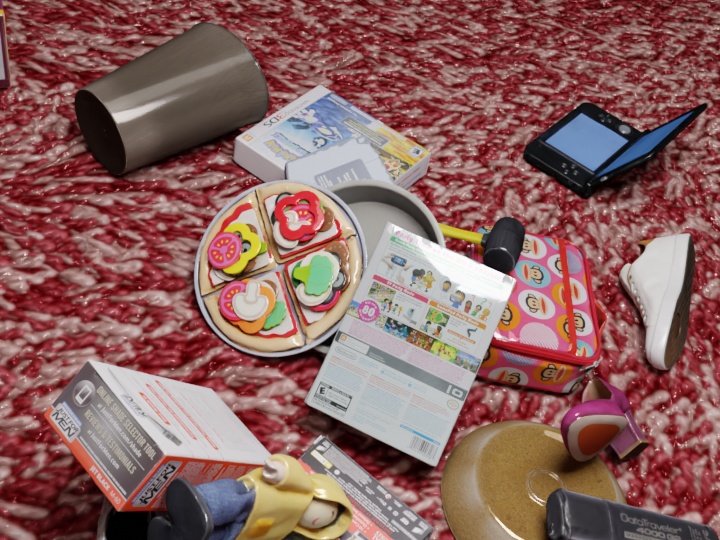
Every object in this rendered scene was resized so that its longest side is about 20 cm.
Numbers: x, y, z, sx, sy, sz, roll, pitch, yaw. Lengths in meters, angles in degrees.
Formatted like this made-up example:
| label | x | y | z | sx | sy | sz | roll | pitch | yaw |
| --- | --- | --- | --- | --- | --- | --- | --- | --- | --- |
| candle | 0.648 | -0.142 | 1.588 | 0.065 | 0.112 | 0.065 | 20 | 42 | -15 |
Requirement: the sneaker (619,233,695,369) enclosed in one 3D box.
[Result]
| label | x | y | z | sx | sy | sz | roll | pitch | yaw |
| --- | --- | --- | --- | --- | --- | --- | --- | --- | --- |
| sneaker | 0.356 | 0.039 | 1.147 | 0.084 | 0.073 | 0.201 | -2 | 44 | 29 |

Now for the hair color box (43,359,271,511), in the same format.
| label | x | y | z | sx | sy | sz | roll | pitch | yaw |
| --- | --- | --- | --- | --- | --- | --- | --- | --- | --- |
| hair color box | -0.164 | 0.148 | 0.809 | 0.111 | 0.200 | 0.064 | 42 | 93 | 25 |

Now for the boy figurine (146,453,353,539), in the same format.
| label | x | y | z | sx | sy | sz | roll | pitch | yaw |
| --- | --- | --- | --- | --- | --- | --- | --- | --- | --- |
| boy figurine | -0.085 | 0.210 | 0.794 | 0.064 | 0.125 | 0.199 | 41 | 18 | 35 |

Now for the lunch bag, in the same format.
| label | x | y | z | sx | sy | sz | roll | pitch | yaw |
| --- | --- | --- | --- | --- | --- | --- | --- | --- | --- |
| lunch bag | 0.203 | 0.045 | 1.084 | 0.174 | 0.082 | 0.202 | 13 | 44 | -8 |

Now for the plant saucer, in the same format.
| label | x | y | z | sx | sy | sz | roll | pitch | yaw |
| --- | --- | --- | --- | --- | --- | --- | --- | --- | --- |
| plant saucer | 0.179 | 0.223 | 0.928 | 0.197 | 0.036 | 0.202 | 7 | 45 | -7 |

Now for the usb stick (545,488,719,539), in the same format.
| label | x | y | z | sx | sy | sz | roll | pitch | yaw |
| --- | --- | --- | --- | --- | --- | --- | --- | --- | --- |
| usb stick | 0.261 | 0.250 | 0.886 | 0.198 | 0.033 | 0.056 | 18 | 49 | -21 |

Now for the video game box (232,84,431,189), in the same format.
| label | x | y | z | sx | sy | sz | roll | pitch | yaw |
| --- | --- | --- | --- | --- | --- | --- | --- | --- | --- |
| video game box | -0.037 | -0.151 | 1.238 | 0.199 | 0.047 | 0.182 | 33 | 50 | 18 |

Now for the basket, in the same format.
| label | x | y | z | sx | sy | sz | roll | pitch | yaw |
| --- | --- | --- | --- | --- | --- | --- | --- | --- | --- |
| basket | -0.248 | -0.214 | 1.189 | 0.199 | 0.137 | 0.179 | -33 | 44 | -32 |

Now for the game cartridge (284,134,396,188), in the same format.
| label | x | y | z | sx | sy | sz | roll | pitch | yaw |
| --- | --- | --- | --- | --- | --- | --- | --- | --- | --- |
| game cartridge | -0.008 | -0.058 | 1.114 | 0.132 | 0.042 | 0.202 | -23 | 70 | -12 |

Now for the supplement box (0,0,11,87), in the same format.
| label | x | y | z | sx | sy | sz | roll | pitch | yaw |
| --- | --- | --- | --- | --- | --- | --- | --- | --- | --- |
| supplement box | -0.524 | -0.345 | 1.250 | 0.085 | 0.111 | 0.201 | -8 | 48 | -22 |

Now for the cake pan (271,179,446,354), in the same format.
| label | x | y | z | sx | sy | sz | roll | pitch | yaw |
| --- | --- | --- | --- | --- | --- | --- | --- | --- | --- |
| cake pan | 0.000 | 0.000 | 1.034 | 0.197 | 0.037 | 0.203 | -4 | 73 | 13 |

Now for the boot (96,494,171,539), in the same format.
| label | x | y | z | sx | sy | sz | roll | pitch | yaw |
| --- | --- | --- | --- | --- | --- | --- | --- | --- | --- |
| boot | -0.189 | 0.207 | 0.808 | 0.072 | 0.096 | 0.202 | 1 | 46 | -13 |

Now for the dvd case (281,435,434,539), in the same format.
| label | x | y | z | sx | sy | sz | roll | pitch | yaw |
| --- | --- | --- | --- | --- | --- | --- | --- | --- | --- |
| dvd case | -0.046 | 0.255 | 0.850 | 0.145 | 0.022 | 0.199 | 35 | 47 | 20 |

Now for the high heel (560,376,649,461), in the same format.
| label | x | y | z | sx | sy | sz | roll | pitch | yaw |
| --- | --- | --- | --- | --- | --- | --- | --- | --- | --- |
| high heel | 0.227 | 0.139 | 0.949 | 0.200 | 0.067 | 0.097 | 31 | 22 | -56 |

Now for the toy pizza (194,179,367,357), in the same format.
| label | x | y | z | sx | sy | sz | roll | pitch | yaw |
| --- | --- | --- | --- | --- | --- | --- | --- | --- | --- |
| toy pizza | -0.090 | -0.007 | 1.018 | 0.197 | 0.032 | 0.203 | -4 | 72 | 11 |

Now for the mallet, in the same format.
| label | x | y | z | sx | sy | sz | roll | pitch | yaw |
| --- | --- | --- | --- | --- | --- | --- | --- | --- | --- |
| mallet | 0.093 | -0.053 | 1.076 | 0.198 | 0.042 | 0.066 | 20 | 43 | 19 |

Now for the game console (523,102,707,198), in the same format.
| label | x | y | z | sx | sy | sz | roll | pitch | yaw |
| --- | --- | --- | --- | --- | --- | --- | --- | --- | --- |
| game console | 0.361 | -0.200 | 1.335 | 0.175 | 0.117 | 0.199 | 36 | 48 | 21 |

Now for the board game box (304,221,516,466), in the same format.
| label | x | y | z | sx | sy | sz | roll | pitch | yaw |
| --- | --- | --- | --- | --- | --- | --- | --- | --- | --- |
| board game box | 0.052 | 0.074 | 0.949 | 0.146 | 0.064 | 0.202 | 24 | 84 | 10 |
